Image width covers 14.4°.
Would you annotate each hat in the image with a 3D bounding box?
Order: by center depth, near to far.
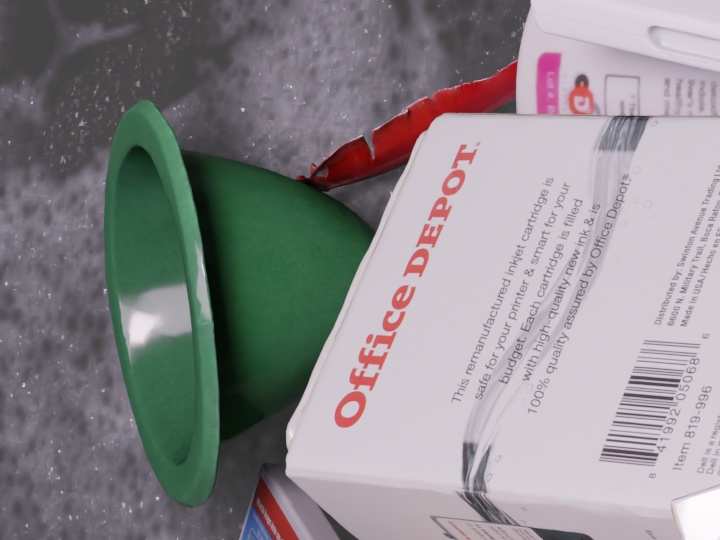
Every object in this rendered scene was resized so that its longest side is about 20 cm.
[{"bbox_3d":[0.000,0.000,1.168,0.200,0.175,0.167,150,110,-73],"label":"hat"}]

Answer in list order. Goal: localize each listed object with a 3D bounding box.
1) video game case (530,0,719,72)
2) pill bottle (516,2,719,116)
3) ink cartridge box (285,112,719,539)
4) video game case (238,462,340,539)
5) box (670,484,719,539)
[{"bbox_3d":[0.183,-0.123,0.937,0.181,0.200,0.023,17,137,36],"label":"video game case"},{"bbox_3d":[0.164,-0.061,0.984,0.199,0.113,0.114,7,94,37],"label":"pill bottle"},{"bbox_3d":[0.092,0.029,0.919,0.199,0.083,0.147,4,60,41],"label":"ink cartridge box"},{"bbox_3d":[-0.045,0.194,1.148,0.143,0.017,0.201,-131,55,-70],"label":"video game case"},{"bbox_3d":[0.162,0.116,0.758,0.118,0.041,0.201,-21,79,20],"label":"box"}]
